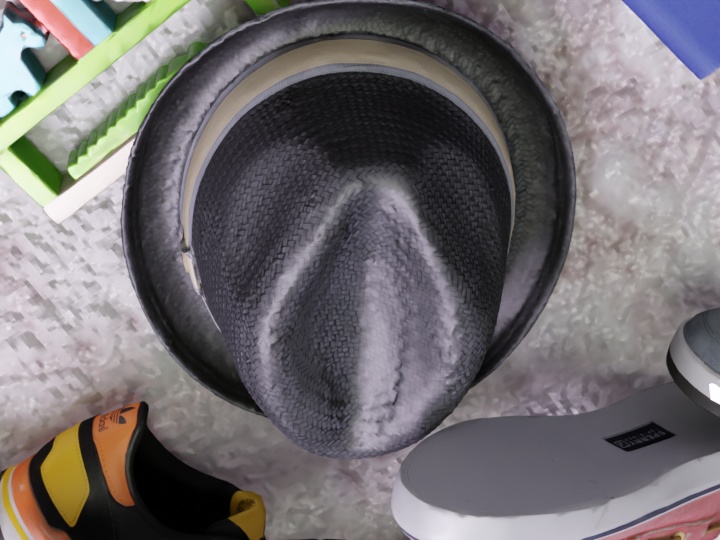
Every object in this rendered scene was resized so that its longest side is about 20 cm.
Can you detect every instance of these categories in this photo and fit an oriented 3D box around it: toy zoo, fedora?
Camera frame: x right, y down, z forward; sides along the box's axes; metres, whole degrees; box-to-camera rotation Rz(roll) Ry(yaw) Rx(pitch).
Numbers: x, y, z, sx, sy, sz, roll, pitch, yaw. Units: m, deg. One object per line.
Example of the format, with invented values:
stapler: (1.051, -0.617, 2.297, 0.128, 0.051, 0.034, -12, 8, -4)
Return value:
toy zoo: (-0.133, -0.125, 0.772, 0.131, 0.020, 0.200, -37, 114, 17)
fedora: (0.000, 0.000, 0.791, 0.200, 0.092, 0.201, -4, 126, -5)

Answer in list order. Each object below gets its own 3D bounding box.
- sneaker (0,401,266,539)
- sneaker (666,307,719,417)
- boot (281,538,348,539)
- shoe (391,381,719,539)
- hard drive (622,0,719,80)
sneaker: (-0.063, 0.139, 0.891, 0.090, 0.070, 0.200, -35, 112, 20)
sneaker: (0.230, 0.011, 0.819, 0.200, 0.084, 0.121, 6, 124, -13)
boot: (-0.052, 0.184, 0.812, 0.200, 0.072, 0.155, -3, 83, -3)
shoe: (0.086, 0.107, 0.829, 0.200, 0.071, 0.091, -10, 121, -44)
hard drive: (0.107, -0.179, 0.746, 0.132, 0.025, 0.200, -41, 112, 18)
